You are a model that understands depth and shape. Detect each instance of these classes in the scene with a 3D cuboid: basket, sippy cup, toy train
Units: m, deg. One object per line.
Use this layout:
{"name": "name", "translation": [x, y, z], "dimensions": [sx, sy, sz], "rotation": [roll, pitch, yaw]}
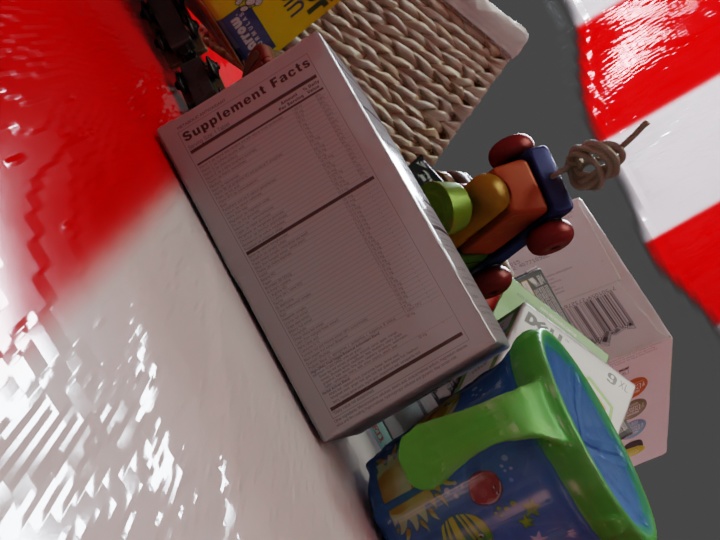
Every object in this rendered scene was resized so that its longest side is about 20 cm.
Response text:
{"name": "basket", "translation": [-0.005, -0.199, 1.162], "dimensions": [0.200, 0.161, 0.198], "rotation": [31, 5, -26]}
{"name": "sippy cup", "translation": [0.079, 0.121, 0.792], "dimensions": [0.178, 0.130, 0.140], "rotation": [54, 15, -25]}
{"name": "toy train", "translation": [-0.102, -0.117, 0.939], "dimensions": [0.200, 0.034, 0.046], "rotation": [63, 2, 27]}
{"name": "toy train", "translation": [0.088, -0.049, 0.935], "dimensions": [0.115, 0.200, 0.085], "rotation": [-9, 69, -39]}

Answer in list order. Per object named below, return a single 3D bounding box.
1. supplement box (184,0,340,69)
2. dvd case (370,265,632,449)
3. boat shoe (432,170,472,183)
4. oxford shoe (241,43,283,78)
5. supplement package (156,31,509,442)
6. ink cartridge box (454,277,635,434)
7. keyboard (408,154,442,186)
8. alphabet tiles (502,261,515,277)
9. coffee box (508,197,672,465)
{"name": "supplement box", "translation": [-0.109, -0.258, 1.012], "dimensions": [0.200, 0.109, 0.109], "rotation": [49, -3, 35]}
{"name": "dvd case", "translation": [0.093, 0.092, 0.998], "dimensions": [0.022, 0.200, 0.146], "rotation": [-40, -104, 50]}
{"name": "boat shoe", "translation": [0.062, -0.014, 1.198], "dimensions": [0.071, 0.070, 0.200], "rotation": [68, -30, 31]}
{"name": "oxford shoe", "translation": [-0.030, -0.062, 0.941], "dimensions": [0.071, 0.074, 0.201], "rotation": [-43, -120, 56]}
{"name": "supplement package", "translation": [-0.012, -0.017, 0.809], "dimensions": [0.201, 0.113, 0.110], "rotation": [61, 6, 9]}
{"name": "ink cartridge box", "translation": [0.123, 0.094, 0.962], "dimensions": [0.104, 0.059, 0.200], "rotation": [36, 53, -10]}
{"name": "keyboard", "translation": [0.005, -0.030, 1.011], "dimensions": [0.127, 0.021, 0.200], "rotation": [48, 40, -2]}
{"name": "alphabet tiles", "translation": [0.101, 0.089, 1.209], "dimensions": [0.006, 0.167, 0.200], "rotation": [13, 36, -33]}
{"name": "coffee box", "translation": [0.174, 0.090, 1.388], "dimensions": [0.198, 0.199, 0.200], "rotation": [79, -11, -49]}
